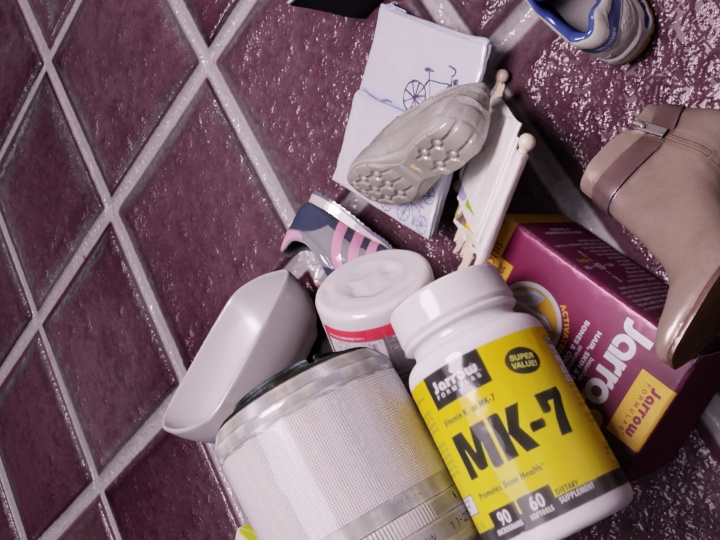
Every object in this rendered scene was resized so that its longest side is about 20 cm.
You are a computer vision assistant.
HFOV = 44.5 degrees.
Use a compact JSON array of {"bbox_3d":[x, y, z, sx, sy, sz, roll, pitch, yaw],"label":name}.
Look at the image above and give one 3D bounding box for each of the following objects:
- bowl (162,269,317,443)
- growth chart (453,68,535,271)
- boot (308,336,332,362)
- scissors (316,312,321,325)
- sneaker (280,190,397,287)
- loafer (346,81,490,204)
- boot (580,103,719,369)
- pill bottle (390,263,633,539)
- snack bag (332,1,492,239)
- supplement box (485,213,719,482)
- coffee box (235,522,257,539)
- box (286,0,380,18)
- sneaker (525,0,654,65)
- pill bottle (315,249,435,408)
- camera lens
[{"bbox_3d":[-0.128,0.107,0.982,0.200,0.075,0.200,-18,41,60],"label":"bowl"},{"bbox_3d":[0.109,-0.085,0.774,0.200,0.018,0.145,-89,16,-63],"label":"growth chart"},{"bbox_3d":[-0.052,0.175,0.949,0.162,0.073,0.199,-46,35,27],"label":"boot"},{"bbox_3d":[-0.032,0.038,1.001,0.200,0.014,0.073,-14,85,44],"label":"scissors"},{"bbox_3d":[0.000,0.000,0.908,0.200,0.070,0.082,38,89,33],"label":"sneaker"},{"bbox_3d":[0.053,-0.113,0.808,0.200,0.070,0.070,-19,39,58],"label":"loafer"},{"bbox_3d":[0.227,-0.038,0.654,0.146,0.070,0.200,33,71,34],"label":"boot"},{"bbox_3d":[0.106,0.104,0.662,0.114,0.114,0.200,-41,67,37],"label":"pill bottle"},{"bbox_3d":[0.046,-0.156,0.884,0.188,0.021,0.201,39,118,48],"label":"snack bag"},{"bbox_3d":[0.187,0.057,0.730,0.200,0.103,0.131,40,118,34],"label":"supplement box"},{"bbox_3d":[0.004,0.345,0.843,0.200,0.199,0.198,32,120,38],"label":"coffee box"},{"bbox_3d":[-0.009,-0.398,0.878,0.197,0.117,0.201,-35,70,39],"label":"box"},{"bbox_3d":[0.165,-0.258,0.743,0.200,0.088,0.075,56,128,27],"label":"sneaker"},{"bbox_3d":[0.039,0.090,0.826,0.110,0.111,0.201,10,130,43],"label":"pill bottle"},{"bbox_3d":[-0.010,0.173,0.695,0.160,0.160,0.200,-41,71,37],"label":"camera lens"}]
